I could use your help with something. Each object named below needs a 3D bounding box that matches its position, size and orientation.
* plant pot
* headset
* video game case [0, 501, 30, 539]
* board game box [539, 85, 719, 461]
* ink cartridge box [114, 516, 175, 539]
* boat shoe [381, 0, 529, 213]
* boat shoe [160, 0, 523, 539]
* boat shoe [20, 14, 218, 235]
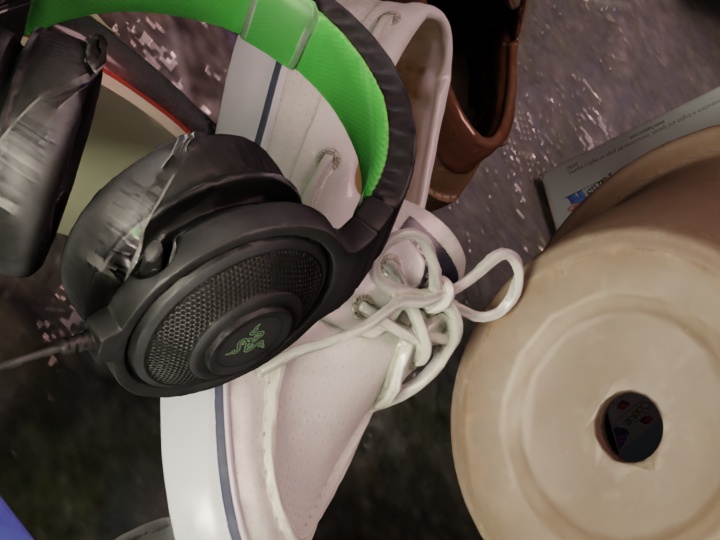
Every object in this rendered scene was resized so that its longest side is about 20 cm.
[{"bbox_3d":[0.111,0.048,0.775,0.174,0.200,0.201,2,67,-63],"label":"plant pot"},{"bbox_3d":[-0.062,-0.024,0.614,0.123,0.094,0.200,32,49,9],"label":"headset"},{"bbox_3d":[-0.129,0.120,0.564,0.200,0.045,0.181,52,37,-1],"label":"video game case"},{"bbox_3d":[0.162,0.040,0.943,0.103,0.105,0.201,3,68,-50],"label":"board game box"},{"bbox_3d":[-0.001,0.182,0.715,0.161,0.050,0.201,19,53,-43],"label":"ink cartridge box"},{"bbox_3d":[0.031,-0.104,0.896,0.076,0.072,0.201,31,48,-36],"label":"boat shoe"},{"bbox_3d":[0.002,0.002,0.706,0.075,0.086,0.202,66,26,-46],"label":"boat shoe"},{"bbox_3d":[-0.112,-0.072,0.715,0.200,0.071,0.063,31,45,-30],"label":"boat shoe"}]
